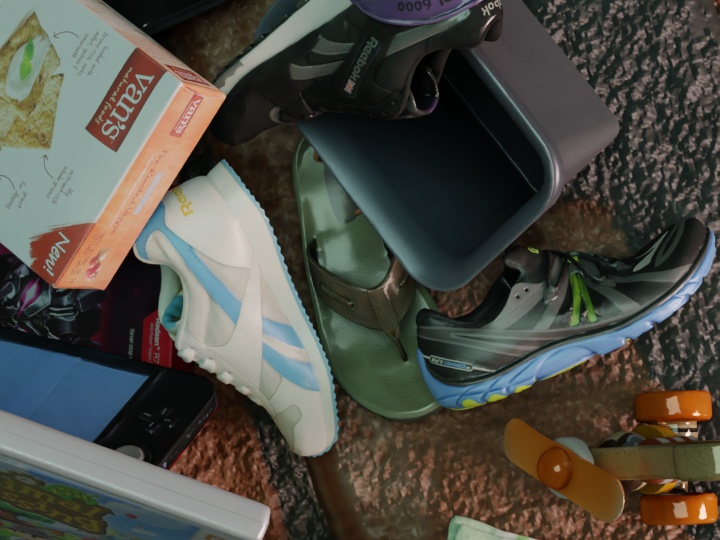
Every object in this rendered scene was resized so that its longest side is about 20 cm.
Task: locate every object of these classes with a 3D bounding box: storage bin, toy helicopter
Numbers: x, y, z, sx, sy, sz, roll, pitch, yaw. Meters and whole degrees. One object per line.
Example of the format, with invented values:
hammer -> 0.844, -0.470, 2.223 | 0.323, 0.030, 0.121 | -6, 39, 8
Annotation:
storage bin -> 0.052, -0.101, 0.972 | 0.200, 0.134, 0.146 | 53, 128, 11
toy helicopter -> 0.160, 0.105, 0.903 | 0.131, 0.200, 0.079 | 0, 83, -10

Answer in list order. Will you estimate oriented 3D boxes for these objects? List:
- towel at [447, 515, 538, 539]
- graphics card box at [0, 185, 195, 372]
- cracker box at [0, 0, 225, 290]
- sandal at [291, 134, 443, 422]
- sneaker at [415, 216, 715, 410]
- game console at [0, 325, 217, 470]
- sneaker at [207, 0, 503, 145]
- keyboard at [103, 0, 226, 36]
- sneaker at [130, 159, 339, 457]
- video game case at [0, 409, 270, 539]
towel -> 0.139, 0.212, 0.931 | 0.199, 0.153, 0.023 | 10, 126, 7
graphics card box -> -0.201, -0.003, 1.012 | 0.199, 0.051, 0.126 | 11, 114, 9
cracker box -> -0.191, -0.100, 0.905 | 0.200, 0.058, 0.134 | 37, 101, 18
sandal -> -0.001, 0.000, 1.007 | 0.079, 0.057, 0.202 | -20, 81, 4
sneaker -> 0.124, 0.013, 0.971 | 0.199, 0.071, 0.083 | -24, 90, -5
game console -> -0.204, 0.057, 0.888 | 0.199, 0.172, 0.119 | 12, 128, 21
sneaker -> -0.007, -0.107, 0.884 | 0.200, 0.076, 0.088 | -36, 90, 39
keyboard -> -0.163, -0.202, 1.046 | 0.199, 0.021, 0.127 | -26, 75, -15
sneaker -> -0.073, 0.034, 0.968 | 0.081, 0.077, 0.201 | -28, 118, -9
video game case -> -0.161, 0.117, 0.813 | 0.199, 0.182, 0.022 | 21, 63, -9
